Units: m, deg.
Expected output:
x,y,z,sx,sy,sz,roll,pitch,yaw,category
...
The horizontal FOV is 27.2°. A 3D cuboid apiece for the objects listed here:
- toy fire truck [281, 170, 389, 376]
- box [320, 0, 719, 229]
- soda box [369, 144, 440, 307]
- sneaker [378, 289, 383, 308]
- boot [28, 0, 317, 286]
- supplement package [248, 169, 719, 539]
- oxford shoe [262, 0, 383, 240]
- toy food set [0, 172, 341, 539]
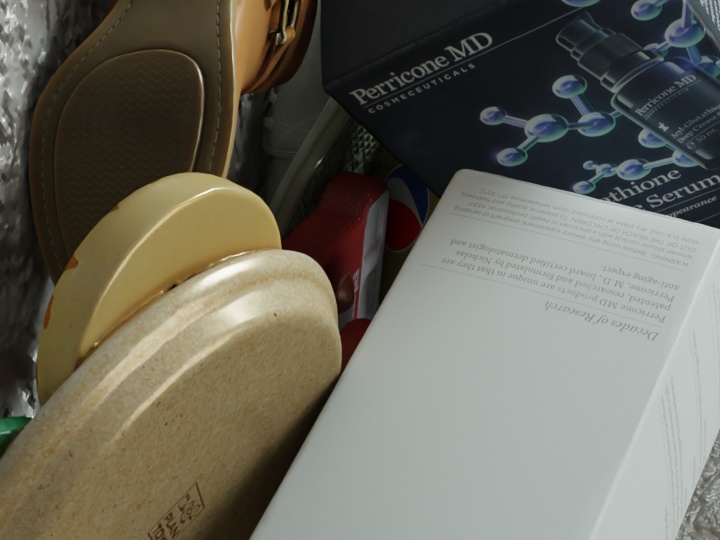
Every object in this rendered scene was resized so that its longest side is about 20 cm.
x,y,z,sx,sy,sz,roll,pitch,yaw,category
-0.025,0.070,0.693,0.168,0.111,0.203,-46,143,-63,toy fire truck
0.097,-0.096,0.662,0.200,0.147,0.108,38,41,-43,box
0.042,-0.054,0.780,0.067,0.064,0.203,8,63,-35,soda box
0.000,0.000,0.839,0.105,0.074,0.203,-42,-133,47,sneaker
-0.058,-0.079,0.579,0.155,0.073,0.203,-6,107,-78,boot
0.055,0.081,0.566,0.201,0.116,0.118,-59,151,-30,supplement package
-0.018,-0.085,0.741,0.075,0.057,0.202,-2,114,-68,oxford shoe
-0.080,0.072,0.511,0.199,0.048,0.200,-52,159,-8,toy food set
